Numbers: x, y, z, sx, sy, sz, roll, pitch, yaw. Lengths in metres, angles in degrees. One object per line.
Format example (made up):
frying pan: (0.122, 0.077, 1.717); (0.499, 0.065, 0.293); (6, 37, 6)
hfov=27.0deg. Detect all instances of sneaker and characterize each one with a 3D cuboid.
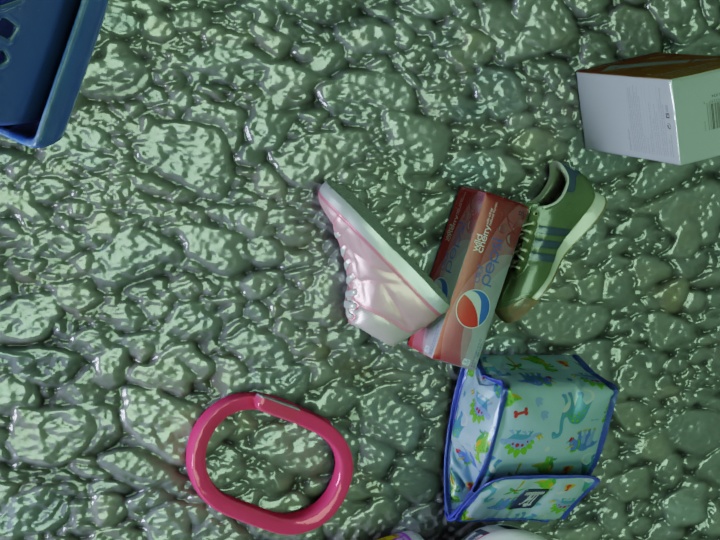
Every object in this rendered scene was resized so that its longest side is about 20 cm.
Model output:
sneaker: (0.203, -0.042, 1.768); (0.090, 0.067, 0.201); (46, 74, -24)
sneaker: (0.000, 0.000, 1.681); (0.104, 0.075, 0.200); (-41, 99, 12)

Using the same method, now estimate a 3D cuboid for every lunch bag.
lunch bag: (0.195, 0.209, 1.784); (0.168, 0.127, 0.202); (4, 111, -26)

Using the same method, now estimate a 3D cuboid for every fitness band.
fitness band: (-0.103, 0.219, 1.699); (0.199, 0.037, 0.145); (25, 91, -24)

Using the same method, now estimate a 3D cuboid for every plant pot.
plant pot: (-0.358, -0.227, 1.422); (0.179, 0.200, 0.202); (19, 91, -30)

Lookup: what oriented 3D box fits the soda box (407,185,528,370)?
soda box: (0.124, 0.008, 1.739); (0.063, 0.070, 0.202); (16, 93, -26)

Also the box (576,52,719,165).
box: (0.357, -0.191, 1.734); (0.123, 0.200, 0.099); (-15, 105, -21)

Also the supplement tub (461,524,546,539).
supplement tub: (0.167, 0.367, 1.732); (0.139, 0.200, 0.142); (0, 83, -1)

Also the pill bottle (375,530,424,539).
pill bottle: (-0.013, 0.375, 1.726); (0.198, 0.104, 0.105); (-14, 104, -21)
